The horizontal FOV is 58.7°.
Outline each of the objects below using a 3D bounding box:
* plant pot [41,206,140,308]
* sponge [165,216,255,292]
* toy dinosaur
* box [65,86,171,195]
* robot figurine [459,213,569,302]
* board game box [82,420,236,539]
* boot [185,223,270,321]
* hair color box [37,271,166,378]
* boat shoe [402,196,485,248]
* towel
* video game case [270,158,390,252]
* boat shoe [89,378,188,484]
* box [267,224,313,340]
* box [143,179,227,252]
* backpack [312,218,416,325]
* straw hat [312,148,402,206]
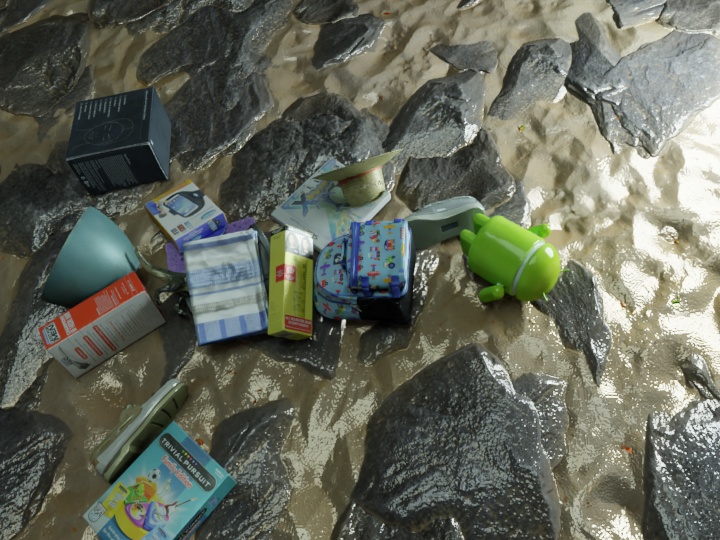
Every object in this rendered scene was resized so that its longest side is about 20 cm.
[{"bbox_3d":[-0.517,-0.004,1.266,0.133,0.200,0.203,28,56,-16],"label":"plant pot"},{"bbox_3d":[-0.304,-0.036,1.332,0.196,0.030,0.113,-18,55,-5],"label":"sponge"},{"bbox_3d":[-0.360,0.035,1.254,0.197,0.047,0.090,23,65,-18],"label":"toy dinosaur"},{"bbox_3d":[-0.560,-0.306,1.502,0.192,0.125,0.203,-11,54,3],"label":"box"},{"bbox_3d":[0.278,-0.022,1.176,0.198,0.116,0.176,33,72,27],"label":"robot figurine"},{"bbox_3d":[-0.325,0.373,1.041,0.150,0.047,0.200,31,66,26],"label":"board game box"},{"bbox_3d":[-0.250,0.021,1.246,0.198,0.066,0.166,-30,73,-10],"label":"boot"},{"bbox_3d":[-0.486,0.103,1.215,0.198,0.112,0.064,-34,56,-15],"label":"hair color box"},{"bbox_3d":[0.150,-0.101,1.290,0.196,0.071,0.072,-15,34,0],"label":"boat shoe"},{"bbox_3d":[-0.250,0.029,1.197,0.144,0.024,0.204,-10,77,-8],"label":"towel"},{"bbox_3d":[-0.064,-0.138,1.369,0.181,0.022,0.200,33,66,27],"label":"video game case"},{"bbox_3d":[-0.386,0.264,1.109,0.068,0.075,0.201,30,65,20],"label":"boat shoe"},{"bbox_3d":[-0.130,0.023,1.198,0.050,0.074,0.205,-18,64,42],"label":"box"},{"bbox_3d":[-0.370,-0.115,1.365,0.118,0.042,0.199,-33,44,-20],"label":"box"},{"bbox_3d":[0.000,0.000,1.196,0.195,0.136,0.186,0,54,13],"label":"backpack"},{"bbox_3d":[0.004,-0.178,1.316,0.197,0.201,0.087,-19,98,-4],"label":"straw hat"}]
